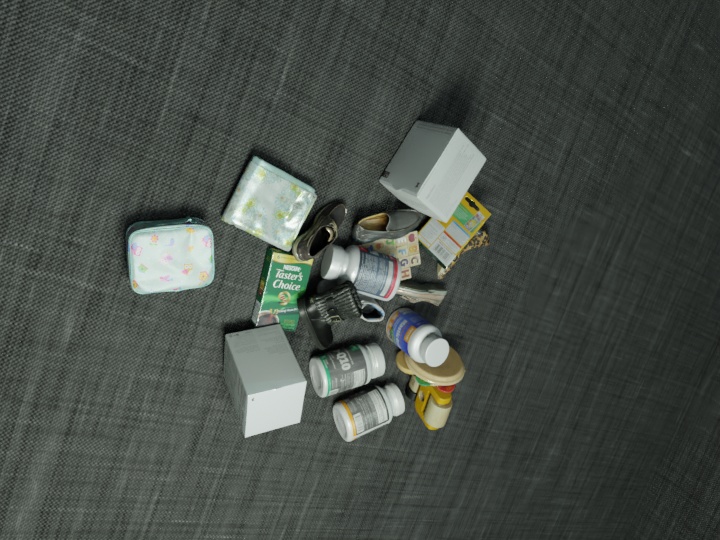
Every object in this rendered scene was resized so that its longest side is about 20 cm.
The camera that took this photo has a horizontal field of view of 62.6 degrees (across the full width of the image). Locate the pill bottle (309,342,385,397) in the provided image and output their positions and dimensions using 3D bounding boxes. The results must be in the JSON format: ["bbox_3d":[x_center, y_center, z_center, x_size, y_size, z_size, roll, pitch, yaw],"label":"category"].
[{"bbox_3d":[-0.036,0.273,1.657,0.195,0.113,0.116,-12,113,-26],"label":"pill bottle"}]

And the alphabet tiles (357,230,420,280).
[{"bbox_3d":[0.072,-0.041,1.646,0.194,0.006,0.171,-14,113,-11],"label":"alphabet tiles"}]

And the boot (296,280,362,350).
[{"bbox_3d":[-0.065,0.122,1.549,0.154,0.081,0.213,-18,143,3],"label":"boot"}]

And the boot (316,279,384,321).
[{"bbox_3d":[-0.020,0.082,1.608,0.196,0.095,0.075,20,97,-33],"label":"boot"}]

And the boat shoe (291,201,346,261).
[{"bbox_3d":[-0.089,-0.094,1.501,0.201,0.072,0.075,-53,130,-25],"label":"boat shoe"}]

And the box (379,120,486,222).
[{"bbox_3d":[0.184,-0.262,1.543,0.130,0.198,0.203,33,90,-34],"label":"box"}]

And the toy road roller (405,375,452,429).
[{"bbox_3d":[0.236,0.366,1.793,0.142,0.201,0.126,-3,126,-25],"label":"toy road roller"}]

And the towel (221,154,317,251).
[{"bbox_3d":[-0.217,-0.159,1.442,0.197,0.048,0.175,26,92,-33],"label":"towel"}]

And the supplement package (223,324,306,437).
[{"bbox_3d":[-0.241,0.268,1.464,0.148,0.201,0.154,-8,132,-26],"label":"supplement package"}]

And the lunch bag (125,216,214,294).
[{"bbox_3d":[-0.428,-0.039,1.346,0.195,0.077,0.165,-8,109,-27],"label":"lunch bag"}]

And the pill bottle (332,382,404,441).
[{"bbox_3d":[0.025,0.410,1.738,0.196,0.116,0.120,-18,115,-24],"label":"pill bottle"}]

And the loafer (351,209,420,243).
[{"bbox_3d":[0.073,-0.123,1.575,0.195,0.073,0.074,-19,75,-12],"label":"loafer"}]

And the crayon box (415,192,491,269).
[{"bbox_3d":[0.261,-0.123,1.688,0.125,0.052,0.201,42,84,5],"label":"crayon box"}]

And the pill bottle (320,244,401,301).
[{"bbox_3d":[0.000,0.000,1.571,0.195,0.120,0.123,16,100,-21],"label":"pill bottle"}]

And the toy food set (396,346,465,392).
[{"bbox_3d":[0.217,0.278,1.757,0.197,0.197,0.050,-20,136,-43],"label":"toy food set"}]

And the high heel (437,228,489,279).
[{"bbox_3d":[0.311,-0.043,1.767,0.141,0.071,0.204,29,84,-29],"label":"high heel"}]

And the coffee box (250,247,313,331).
[{"bbox_3d":[-0.202,0.051,1.525,0.120,0.044,0.206,10,102,-32],"label":"coffee box"}]

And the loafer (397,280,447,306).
[{"bbox_3d":[0.170,0.073,1.734,0.195,0.072,0.064,5,112,-34],"label":"loafer"}]

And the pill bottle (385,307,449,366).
[{"bbox_3d":[0.164,0.193,1.690,0.109,0.199,0.115,-10,112,-25],"label":"pill bottle"}]
